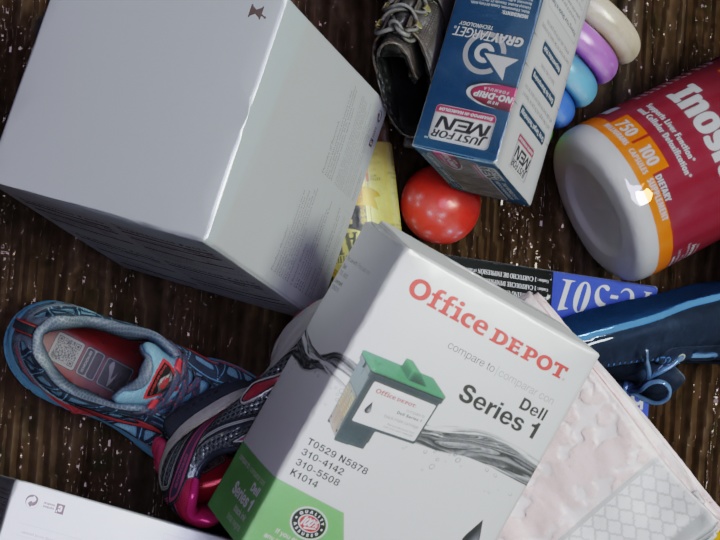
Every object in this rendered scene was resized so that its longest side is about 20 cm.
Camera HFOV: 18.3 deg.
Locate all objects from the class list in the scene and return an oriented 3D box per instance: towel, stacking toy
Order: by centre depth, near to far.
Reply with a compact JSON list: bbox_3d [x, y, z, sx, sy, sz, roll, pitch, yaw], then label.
[{"bbox_3d":[0.095,0.147,1.390,0.200,0.032,0.191,-42,85,8],"label":"towel"},{"bbox_3d":[0.098,-0.103,1.507,0.085,0.085,0.200,40,85,-7],"label":"stacking toy"}]

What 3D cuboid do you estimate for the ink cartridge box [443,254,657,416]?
[{"bbox_3d":[0.104,0.045,1.477,0.199,0.044,0.094,9,83,-32],"label":"ink cartridge box"}]

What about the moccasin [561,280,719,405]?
[{"bbox_3d":[0.194,0.055,1.461,0.199,0.080,0.068,-11,99,-31],"label":"moccasin"}]

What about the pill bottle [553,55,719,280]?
[{"bbox_3d":[0.241,-0.083,1.512,0.199,0.113,0.113,-27,92,-16],"label":"pill bottle"}]

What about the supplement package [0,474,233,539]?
[{"bbox_3d":[-0.157,0.248,1.378,0.191,0.147,0.201,17,82,-11],"label":"supplement package"}]

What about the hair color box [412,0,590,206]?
[{"bbox_3d":[0.099,-0.153,1.427,0.060,0.100,0.201,13,80,21],"label":"hair color box"}]

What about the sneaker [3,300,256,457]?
[{"bbox_3d":[-0.133,0.080,1.424,0.199,0.096,0.080,20,82,-11],"label":"sneaker"}]

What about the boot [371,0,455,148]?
[{"bbox_3d":[0.049,-0.200,1.426,0.069,0.200,0.174,6,46,20],"label":"boot"}]

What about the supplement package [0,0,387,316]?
[{"bbox_3d":[-0.100,-0.079,1.367,0.150,0.200,0.152,15,81,21],"label":"supplement package"}]

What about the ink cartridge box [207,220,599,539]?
[{"bbox_3d":[0.026,0.093,1.312,0.146,0.084,0.200,28,93,-19],"label":"ink cartridge box"}]

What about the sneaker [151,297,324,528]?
[{"bbox_3d":[-0.036,0.088,1.372,0.200,0.075,0.081,-39,117,7],"label":"sneaker"}]

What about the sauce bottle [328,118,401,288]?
[{"bbox_3d":[0.000,0.000,1.476,0.066,0.066,0.201,-7,86,-13],"label":"sauce bottle"}]

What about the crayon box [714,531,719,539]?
[{"bbox_3d":[0.159,0.208,1.485,0.199,0.052,0.126,22,71,-18],"label":"crayon box"}]
